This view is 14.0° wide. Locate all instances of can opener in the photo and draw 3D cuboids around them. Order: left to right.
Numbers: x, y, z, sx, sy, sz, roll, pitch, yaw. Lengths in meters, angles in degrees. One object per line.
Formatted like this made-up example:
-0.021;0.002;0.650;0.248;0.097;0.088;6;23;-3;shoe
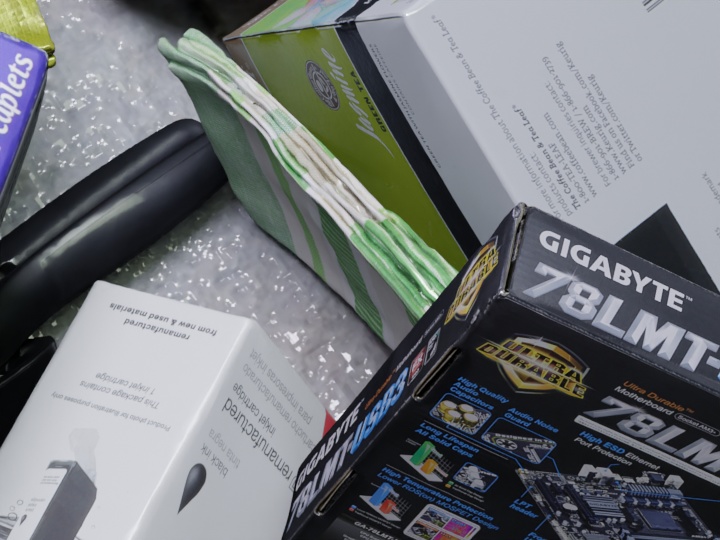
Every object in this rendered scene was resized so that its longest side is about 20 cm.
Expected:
-0.133;0.000;1.239;0.063;0.079;0.200;20;57;44;can opener

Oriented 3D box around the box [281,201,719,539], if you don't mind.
0.098;0.081;1.063;0.200;0.199;0.050;24;50;-11;box

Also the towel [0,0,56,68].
-0.223;-0.084;1.119;0.200;0.018;0.086;-21;73;-14;towel

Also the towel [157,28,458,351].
0.000;0.000;1.166;0.023;0.153;0.200;-40;59;-10;towel

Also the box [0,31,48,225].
-0.234;-0.016;1.032;0.200;0.105;0.184;20;74;-6;box

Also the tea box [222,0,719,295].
0.076;-0.049;1.165;0.134;0.197;0.200;-37;106;-19;tea box

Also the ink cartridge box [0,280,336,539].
-0.087;0.129;1.130;0.084;0.144;0.200;13;64;35;ink cartridge box
